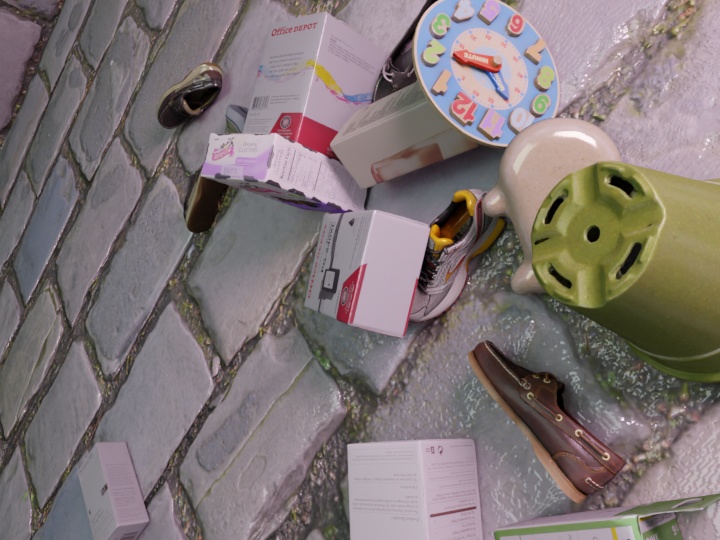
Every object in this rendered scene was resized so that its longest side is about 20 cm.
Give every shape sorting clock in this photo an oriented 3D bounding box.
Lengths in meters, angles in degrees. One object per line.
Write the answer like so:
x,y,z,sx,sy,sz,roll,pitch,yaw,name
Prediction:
0.153,-0.240,0.724,0.039,0.199,0.201,151,123,-68,shape sorting clock

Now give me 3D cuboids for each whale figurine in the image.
0.219,-0.071,0.695,0.159,0.104,0.201,4,106,12,whale figurine

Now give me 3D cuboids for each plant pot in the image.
0.257,-0.012,0.544,0.200,0.190,0.201,-28,56,50,plant pot

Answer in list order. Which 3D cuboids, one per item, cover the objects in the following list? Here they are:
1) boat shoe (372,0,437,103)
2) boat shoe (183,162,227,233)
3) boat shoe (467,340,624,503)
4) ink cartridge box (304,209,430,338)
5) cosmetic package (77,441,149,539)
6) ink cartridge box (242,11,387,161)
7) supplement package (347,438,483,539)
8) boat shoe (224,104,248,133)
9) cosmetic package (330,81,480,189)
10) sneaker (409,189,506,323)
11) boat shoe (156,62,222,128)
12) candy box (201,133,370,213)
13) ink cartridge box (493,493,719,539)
0.072,-0.324,0.908,0.200,0.057,0.067,-49,52,23,boat shoe
-0.309,-0.174,1.217,0.065,0.073,0.200,38,106,36,boat shoe
0.200,0.149,0.672,0.070,0.070,0.200,-48,59,18,boat shoe
0.000,0.000,0.829,0.200,0.083,0.146,-173,96,-68,ink cartridge box
-0.511,0.462,1.257,0.102,0.074,0.200,-54,51,19,cosmetic package
-0.072,-0.277,0.970,0.145,0.144,0.201,14,90,44,ink cartridge box
0.066,0.304,0.723,0.117,0.117,0.201,-15,70,39,supplement package
-0.203,-0.253,1.152,0.200,0.072,0.062,47,130,47,boat shoe
0.071,-0.195,0.833,0.200,0.087,0.103,-13,35,41,cosmetic package
0.101,-0.022,0.792,0.078,0.082,0.200,43,110,40,sneaker
-0.369,-0.362,1.310,0.200,0.073,0.065,-34,56,33,boat shoe
-0.112,-0.146,0.939,0.168,0.200,0.072,13,89,44,candy box
0.241,0.259,0.580,0.200,0.104,0.059,-26,64,36,ink cartridge box
